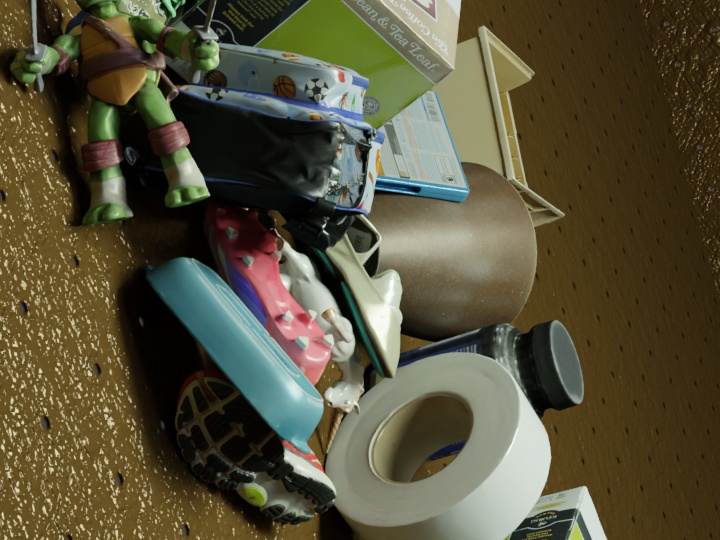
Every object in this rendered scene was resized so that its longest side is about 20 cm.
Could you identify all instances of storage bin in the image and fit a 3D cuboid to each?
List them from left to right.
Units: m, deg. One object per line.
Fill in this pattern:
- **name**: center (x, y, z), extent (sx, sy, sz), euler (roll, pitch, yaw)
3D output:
- **storage bin**: center (0.168, -0.167, 2.327), extent (0.198, 0.093, 0.202), euler (26, 50, -61)

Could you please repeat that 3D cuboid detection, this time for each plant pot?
- **plant pot**: center (0.044, -0.017, 1.833), extent (0.199, 0.186, 0.189), euler (0, 73, -52)

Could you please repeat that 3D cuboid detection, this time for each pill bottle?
- **pill bottle**: center (0.113, 0.117, 1.835), extent (0.112, 0.198, 0.113), euler (49, 31, -45)

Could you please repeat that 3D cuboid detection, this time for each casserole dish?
- **casserole dish**: center (-0.094, 0.060, 1.478), extent (0.200, 0.039, 0.121), euler (50, 3, 14)

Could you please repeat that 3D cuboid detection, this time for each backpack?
- **backpack**: center (-0.070, -0.106, 1.554), extent (0.190, 0.198, 0.156), euler (28, 81, -71)

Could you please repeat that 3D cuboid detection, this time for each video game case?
- **video game case**: center (0.000, -0.134, 1.800), extent (0.198, 0.018, 0.144), euler (7, 46, -25)

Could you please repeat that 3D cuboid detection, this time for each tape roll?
- **tape roll**: center (0.069, 0.172, 1.692), extent (0.071, 0.201, 0.204), euler (55, 28, -35)

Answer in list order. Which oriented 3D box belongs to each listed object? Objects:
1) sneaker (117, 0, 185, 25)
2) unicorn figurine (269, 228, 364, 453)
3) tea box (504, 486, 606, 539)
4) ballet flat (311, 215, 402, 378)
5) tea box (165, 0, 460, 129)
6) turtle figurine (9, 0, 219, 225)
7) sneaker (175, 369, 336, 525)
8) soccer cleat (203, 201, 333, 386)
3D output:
- **sneaker**: center (-0.166, -0.253, 1.590), extent (0.077, 0.088, 0.201), euler (53, 29, -39)
- **unicorn figurine**: center (-0.042, 0.047, 1.679), extent (0.137, 0.073, 0.202), euler (45, 27, -68)
- **tea box**: center (0.122, 0.317, 1.688), extent (0.135, 0.198, 0.197), euler (67, 24, -13)
- **ballet flat**: center (0.000, 0.000, 1.705), extent (0.201, 0.069, 0.069), euler (60, 20, 12)
- **tea box**: center (-0.045, -0.224, 1.654), extent (0.200, 0.196, 0.134), euler (40, 35, -25)
- **turtle figurine**: center (-0.182, -0.140, 1.406), extent (0.143, 0.199, 0.196), euler (-14, 91, -34)
- **sneaker**: center (-0.095, 0.136, 1.524), extent (0.200, 0.077, 0.085), euler (52, 11, -45)
- **soccer cleat**: center (-0.091, 0.024, 1.589), extent (0.066, 0.077, 0.201), euler (3, 43, -44)
